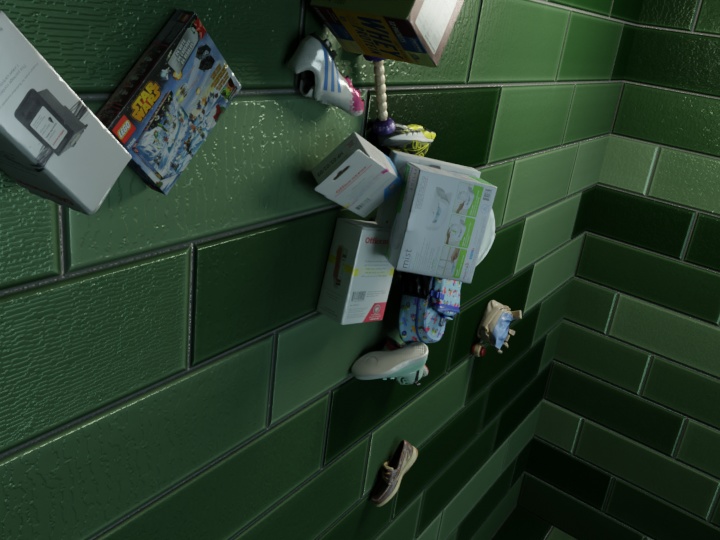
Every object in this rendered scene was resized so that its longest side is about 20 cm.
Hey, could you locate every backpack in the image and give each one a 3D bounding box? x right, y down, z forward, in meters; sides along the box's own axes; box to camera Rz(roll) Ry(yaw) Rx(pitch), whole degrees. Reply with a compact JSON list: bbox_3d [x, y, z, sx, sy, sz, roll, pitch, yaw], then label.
[{"bbox_3d":[0.171,0.089,1.652,0.182,0.131,0.207,24,73,-60],"label":"backpack"}]

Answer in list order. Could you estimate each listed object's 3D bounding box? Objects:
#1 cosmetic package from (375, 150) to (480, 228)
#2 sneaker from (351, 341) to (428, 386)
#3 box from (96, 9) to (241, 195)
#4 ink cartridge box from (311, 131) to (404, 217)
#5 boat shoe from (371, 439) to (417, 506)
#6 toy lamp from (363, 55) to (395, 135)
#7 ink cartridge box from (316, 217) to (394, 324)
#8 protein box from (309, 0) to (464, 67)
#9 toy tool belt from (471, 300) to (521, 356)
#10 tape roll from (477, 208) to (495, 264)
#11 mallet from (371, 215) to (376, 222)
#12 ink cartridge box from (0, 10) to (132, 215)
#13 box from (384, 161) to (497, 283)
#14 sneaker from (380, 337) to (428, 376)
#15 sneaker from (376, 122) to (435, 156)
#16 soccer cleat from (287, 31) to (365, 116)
[{"bbox_3d":[0.141,-0.154,1.385,0.194,0.052,0.155,8,106,-17],"label":"cosmetic package"},{"bbox_3d":[0.073,0.255,1.623,0.194,0.075,0.120,-13,134,-12],"label":"sneaker"},{"bbox_3d":[-0.257,-0.227,0.897,0.203,0.039,0.138,-60,149,-17],"label":"box"},{"bbox_3d":[-0.011,-0.183,1.247,0.114,0.069,0.199,-38,155,16],"label":"ink cartridge box"},{"bbox_3d":[0.087,0.588,1.925,0.072,0.072,0.201,43,79,-25],"label":"boat shoe"},{"bbox_3d":[0.036,-0.366,1.279,0.058,0.057,0.204,-42,141,-37],"label":"toy lamp"},{"bbox_3d":[0.000,0.000,1.394,0.143,0.082,0.206,0,108,-50],"label":"ink cartridge box"},{"bbox_3d":[0.059,-0.469,1.070,0.134,0.195,0.205,31,81,-59],"label":"protein box"},{"bbox_3d":[0.466,0.214,2.251,0.124,0.121,0.205,24,87,-59],"label":"toy tool belt"},{"bbox_3d":[0.192,-0.106,1.513,0.196,0.139,0.209,-4,107,-14],"label":"tape roll"},{"bbox_3d":[0.041,-0.028,1.506,0.065,0.040,0.206,-23,123,-49],"label":"mallet"},{"bbox_3d":[-0.354,-0.162,0.675,0.085,0.142,0.201,-59,148,-19],"label":"ink cartridge box"},{"bbox_3d":[0.158,-0.095,1.328,0.171,0.097,0.206,9,105,-16],"label":"box"},{"bbox_3d":[0.109,0.243,1.738,0.075,0.080,0.199,-52,135,3],"label":"sneaker"},{"bbox_3d":[0.098,-0.266,1.419,0.198,0.073,0.087,-13,124,-52],"label":"sneaker"},{"bbox_3d":[-0.062,-0.321,1.147,0.087,0.070,0.200,-49,145,-3],"label":"soccer cleat"}]
